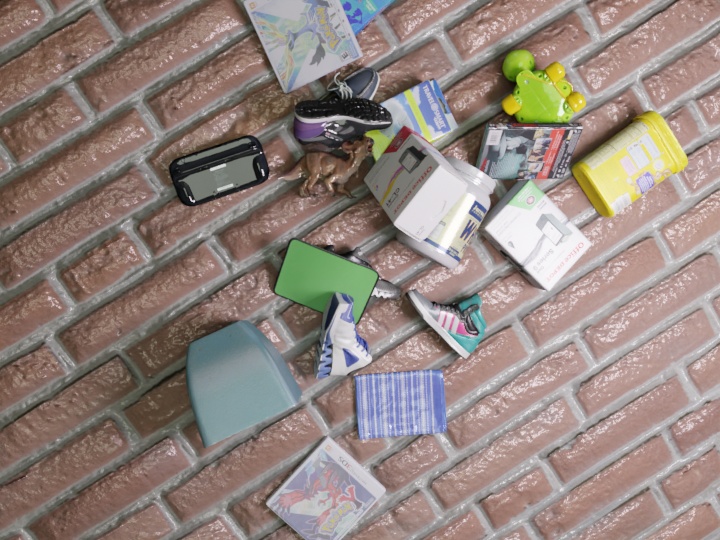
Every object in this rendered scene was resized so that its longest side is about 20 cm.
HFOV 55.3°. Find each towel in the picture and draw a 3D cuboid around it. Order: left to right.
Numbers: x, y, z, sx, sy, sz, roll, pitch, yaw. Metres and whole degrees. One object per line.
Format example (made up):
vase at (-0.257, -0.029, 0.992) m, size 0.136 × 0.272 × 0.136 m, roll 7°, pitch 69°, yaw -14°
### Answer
towel at (0.089, 0.295, 1.510) m, size 0.199 × 0.024 × 0.146 m, roll -3°, pitch 94°, yaw -5°

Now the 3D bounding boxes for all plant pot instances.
plant pot at (-0.251, 0.212, 1.394) m, size 0.195 × 0.196 × 0.201 m, roll -25°, pitch 87°, yaw -3°

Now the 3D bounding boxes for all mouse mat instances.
mouse mat at (-0.073, 0.026, 1.431) m, size 0.199 × 0.008 × 0.161 m, roll 21°, pitch 127°, yaw -3°

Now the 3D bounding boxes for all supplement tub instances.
supplement tub at (0.179, -0.119, 1.425) m, size 0.145 × 0.145 × 0.201 m, roll 29°, pitch 92°, yaw -7°

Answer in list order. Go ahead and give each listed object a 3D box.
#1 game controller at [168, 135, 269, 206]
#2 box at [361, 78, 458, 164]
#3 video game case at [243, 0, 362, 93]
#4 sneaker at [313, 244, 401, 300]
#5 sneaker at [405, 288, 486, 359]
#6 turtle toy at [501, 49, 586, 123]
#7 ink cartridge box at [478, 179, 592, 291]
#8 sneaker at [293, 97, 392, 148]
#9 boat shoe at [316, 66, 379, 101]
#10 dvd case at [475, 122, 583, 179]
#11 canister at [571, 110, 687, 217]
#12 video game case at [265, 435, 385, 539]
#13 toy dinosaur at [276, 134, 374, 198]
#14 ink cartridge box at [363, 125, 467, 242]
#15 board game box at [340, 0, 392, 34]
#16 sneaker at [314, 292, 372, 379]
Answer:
game controller at (-0.293, -0.207, 1.431) m, size 0.199 × 0.042 × 0.105 m, roll -19°, pitch 110°, yaw -3°
box at (0.099, -0.312, 1.452) m, size 0.199 × 0.048 × 0.122 m, roll -27°, pitch 97°, yaw -2°
video game case at (-0.117, -0.491, 1.396) m, size 0.182 × 0.022 × 0.201 m, roll -22°, pitch 102°, yaw 13°
sneaker at (0.000, 0.000, 1.456) m, size 0.199 × 0.066 × 0.091 m, roll 19°, pitch 95°, yaw -5°
sneaker at (0.199, 0.084, 1.472) m, size 0.121 × 0.084 × 0.200 m, roll -45°, pitch 105°, yaw 4°
turtle toy at (0.371, -0.374, 1.444) m, size 0.145 × 0.101 × 0.200 m, roll -34°, pitch 98°, yaw 24°
ink cartridge box at (0.373, -0.076, 1.478) m, size 0.200 × 0.084 × 0.146 m, roll 43°, pitch 90°, yaw -8°
sneaker at (-0.037, -0.291, 1.381) m, size 0.199 × 0.076 × 0.088 m, roll -1°, pitch 138°, yaw -12°
boat shoe at (-0.045, -0.353, 1.419) m, size 0.200 × 0.062 × 0.075 m, roll -38°, pitch 65°, yaw 1°
dvd case at (0.349, -0.250, 1.445) m, size 0.199 × 0.146 × 0.022 m, roll -3°, pitch 52°, yaw -6°
canister at (0.578, -0.227, 1.486) m, size 0.200 × 0.087 × 0.149 m, roll -35°, pitch 97°, yaw -1°
video game case at (-0.076, 0.496, 1.510) m, size 0.182 × 0.023 × 0.200 m, roll 43°, pitch 90°, yaw -7°
toy dinosaur at (-0.071, -0.219, 1.426) m, size 0.199 × 0.086 × 0.136 m, roll 1°, pitch 93°, yaw 0°
ink cartridge box at (0.104, -0.175, 1.359) m, size 0.085 × 0.200 × 0.148 m, roll 29°, pitch 109°, yaw -31°
board game box at (-0.017, -0.584, 1.419) m, size 0.200 × 0.045 × 0.152 m, roll -43°, pitch 97°, yaw -1°
sneaker at (-0.026, 0.144, 1.455) m, size 0.114 × 0.081 × 0.200 m, roll 8°, pitch 114°, yaw -15°
